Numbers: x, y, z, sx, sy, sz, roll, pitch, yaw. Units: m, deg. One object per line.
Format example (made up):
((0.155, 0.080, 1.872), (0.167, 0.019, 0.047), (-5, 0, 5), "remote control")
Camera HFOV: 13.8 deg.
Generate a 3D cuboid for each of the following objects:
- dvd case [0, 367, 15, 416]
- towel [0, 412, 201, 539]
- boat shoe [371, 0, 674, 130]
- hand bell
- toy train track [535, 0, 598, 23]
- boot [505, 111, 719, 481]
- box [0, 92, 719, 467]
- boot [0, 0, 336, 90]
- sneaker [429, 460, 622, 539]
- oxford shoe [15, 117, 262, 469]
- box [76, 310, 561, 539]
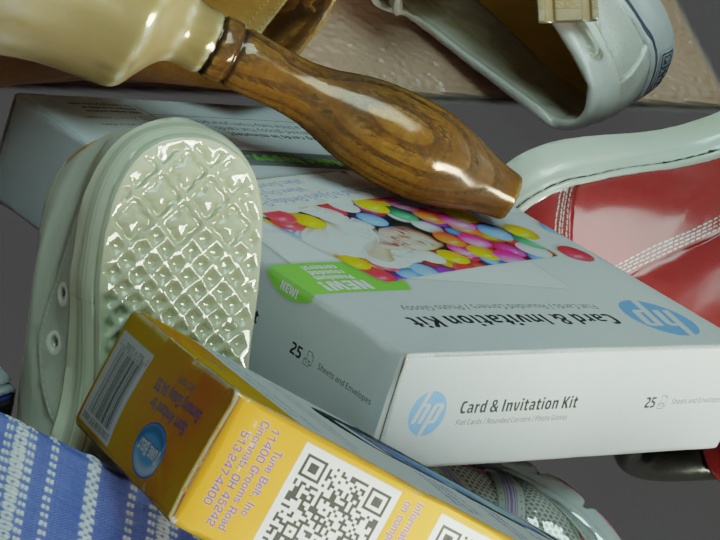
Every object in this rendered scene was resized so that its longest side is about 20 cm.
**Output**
((-0.220, 0.024, 0.831), (0.200, 0.025, 0.150), (-19, 49, -35), "dvd case")
((-0.098, 0.077, 0.709), (0.200, 0.024, 0.145), (28, 25, -17), "towel")
((0.029, -0.128, 1.143), (0.200, 0.071, 0.070), (45, 43, 8), "boat shoe")
((-0.038, -0.068, 0.949), (0.200, 0.104, 0.104), (27, 43, -14), "hand bell")
((0.032, -0.149, 1.105), (0.199, 0.033, 0.115), (-3, 68, -7), "toy train track")
((0.156, 0.010, 1.077), (0.199, 0.073, 0.145), (-15, 58, -26), "boot")
((0.000, 0.000, 0.948), (0.156, 0.041, 0.200), (0, 25, -43), "box")
((-0.103, -0.088, 1.010), (0.144, 0.071, 0.201), (20, 32, 22), "boot")
((-0.005, 0.084, 0.900), (0.199, 0.082, 0.088), (26, 14, 8), "sneaker")
((-0.071, 0.053, 0.845), (0.075, 0.201, 0.058), (5, 9, -29), "oxford shoe")
((0.028, 0.080, 0.782), (0.200, 0.042, 0.119), (31, -1, -18), "box")
